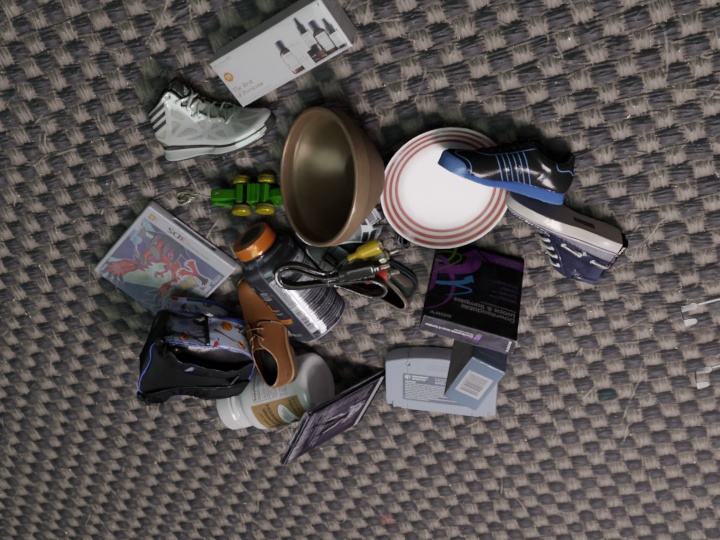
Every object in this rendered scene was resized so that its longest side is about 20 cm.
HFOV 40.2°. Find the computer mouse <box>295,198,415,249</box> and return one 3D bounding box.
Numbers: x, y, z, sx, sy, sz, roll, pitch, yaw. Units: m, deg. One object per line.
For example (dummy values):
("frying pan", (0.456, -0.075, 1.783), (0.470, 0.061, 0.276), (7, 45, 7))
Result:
("computer mouse", (-0.004, -0.081, 1.550), (0.199, 0.044, 0.110), (-1, 133, 7))

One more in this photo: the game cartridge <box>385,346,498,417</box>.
("game cartridge", (0.144, 0.195, 1.740), (0.199, 0.042, 0.134), (6, 125, 9))

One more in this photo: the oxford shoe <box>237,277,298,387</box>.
("oxford shoe", (-0.165, 0.103, 1.675), (0.071, 0.071, 0.201), (-23, 88, 25))

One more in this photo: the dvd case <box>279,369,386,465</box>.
("dvd case", (-0.047, 0.260, 1.751), (0.016, 0.200, 0.149), (46, 134, 22))

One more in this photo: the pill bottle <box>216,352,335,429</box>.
("pill bottle", (-0.156, 0.226, 1.785), (0.199, 0.115, 0.115), (-17, 123, 25))

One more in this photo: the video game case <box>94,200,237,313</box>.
("video game case", (-0.338, -0.007, 1.702), (0.182, 0.023, 0.200), (37, 127, -16))

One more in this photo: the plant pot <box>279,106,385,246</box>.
("plant pot", (-0.029, -0.137, 1.448), (0.092, 0.201, 0.201), (-4, 143, -37))

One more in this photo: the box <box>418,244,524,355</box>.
("box", (0.172, 0.035, 1.494), (0.142, 0.200, 0.036), (15, 130, 1))

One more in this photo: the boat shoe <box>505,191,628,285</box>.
("boat shoe", (0.294, -0.045, 1.480), (0.199, 0.075, 0.093), (23, 122, -6))

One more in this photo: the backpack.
("backpack", (-0.281, 0.144, 1.716), (0.190, 0.155, 0.200), (13, 142, -17))

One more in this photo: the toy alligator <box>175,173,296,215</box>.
("toy alligator", (-0.191, -0.116, 1.561), (0.199, 0.060, 0.054), (-2, 168, 15))

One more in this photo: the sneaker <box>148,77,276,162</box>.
("sneaker", (-0.231, -0.232, 1.458), (0.200, 0.076, 0.116), (-9, 127, 23))

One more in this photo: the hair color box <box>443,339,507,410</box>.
("hair color box", (0.190, 0.111, 1.551), (0.060, 0.200, 0.099), (25, 130, -6))

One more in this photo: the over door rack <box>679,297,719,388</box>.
("over door rack", (0.585, 0.075, 1.503), (0.199, 0.067, 0.148), (-22, 122, 4))

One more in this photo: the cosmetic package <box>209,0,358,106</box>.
("cosmetic package", (-0.109, -0.312, 1.380), (0.199, 0.051, 0.083), (-23, 119, 29))

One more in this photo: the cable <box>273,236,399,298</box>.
("cable", (-0.034, 0.006, 1.558), (0.199, 0.050, 0.097), (-9, 125, 5))

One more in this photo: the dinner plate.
("dinner plate", (0.128, -0.124, 1.470), (0.199, 0.024, 0.201), (-2, 122, -3))

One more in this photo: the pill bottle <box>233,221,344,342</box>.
("pill bottle", (-0.121, 0.015, 1.612), (0.106, 0.106, 0.200), (-24, 119, 29))

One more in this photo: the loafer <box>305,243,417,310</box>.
("loafer", (0.000, 0.000, 1.597), (0.199, 0.063, 0.072), (25, 130, -7))

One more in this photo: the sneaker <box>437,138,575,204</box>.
("sneaker", (0.211, -0.156, 1.411), (0.199, 0.070, 0.078), (13, 105, -13))
